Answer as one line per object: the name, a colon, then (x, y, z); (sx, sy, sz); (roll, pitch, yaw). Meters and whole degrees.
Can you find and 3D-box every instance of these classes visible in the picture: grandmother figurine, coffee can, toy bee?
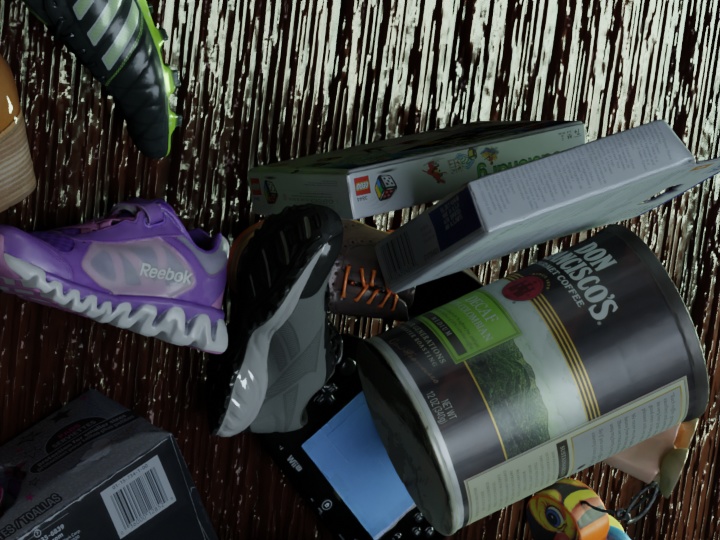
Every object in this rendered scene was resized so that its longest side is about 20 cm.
grandmother figurine: (0.145, 0.094, 1.712); (0.121, 0.199, 0.061); (-57, 169, -63)
coffee can: (0.117, 0.075, 1.607); (0.199, 0.146, 0.147); (-24, 118, -13)
toy bee: (0.164, 0.204, 1.805); (0.131, 0.109, 0.201); (-1, 127, -54)

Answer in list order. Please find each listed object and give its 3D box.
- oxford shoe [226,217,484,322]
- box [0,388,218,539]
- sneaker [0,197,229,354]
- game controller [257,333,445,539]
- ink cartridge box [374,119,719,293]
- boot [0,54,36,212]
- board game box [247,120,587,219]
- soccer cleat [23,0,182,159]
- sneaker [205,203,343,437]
oxford shoe: (0.000, 0.000, 1.624); (0.199, 0.072, 0.072); (1, 105, -36)
box: (-0.206, 0.189, 1.508); (0.200, 0.115, 0.133); (-34, 120, -24)
sneaker: (-0.159, -0.009, 1.509); (0.200, 0.080, 0.089); (18, 89, -44)
game controller: (0.003, 0.137, 1.690); (0.104, 0.042, 0.200); (-46, 125, -15)
ink cartridge box: (0.130, -0.047, 1.544); (0.199, 0.200, 0.041); (-17, 84, -20)
boot: (-0.287, -0.079, 1.386); (0.199, 0.077, 0.156); (-32, 122, -27)
board game box: (0.040, -0.070, 1.596); (0.199, 0.126, 0.035); (-13, 100, -32)
soccer cleat: (-0.167, -0.159, 1.467); (0.081, 0.068, 0.201); (-19, 115, -11)
sneaker: (-0.045, 0.033, 1.558); (0.079, 0.074, 0.201); (6, 134, -19)
